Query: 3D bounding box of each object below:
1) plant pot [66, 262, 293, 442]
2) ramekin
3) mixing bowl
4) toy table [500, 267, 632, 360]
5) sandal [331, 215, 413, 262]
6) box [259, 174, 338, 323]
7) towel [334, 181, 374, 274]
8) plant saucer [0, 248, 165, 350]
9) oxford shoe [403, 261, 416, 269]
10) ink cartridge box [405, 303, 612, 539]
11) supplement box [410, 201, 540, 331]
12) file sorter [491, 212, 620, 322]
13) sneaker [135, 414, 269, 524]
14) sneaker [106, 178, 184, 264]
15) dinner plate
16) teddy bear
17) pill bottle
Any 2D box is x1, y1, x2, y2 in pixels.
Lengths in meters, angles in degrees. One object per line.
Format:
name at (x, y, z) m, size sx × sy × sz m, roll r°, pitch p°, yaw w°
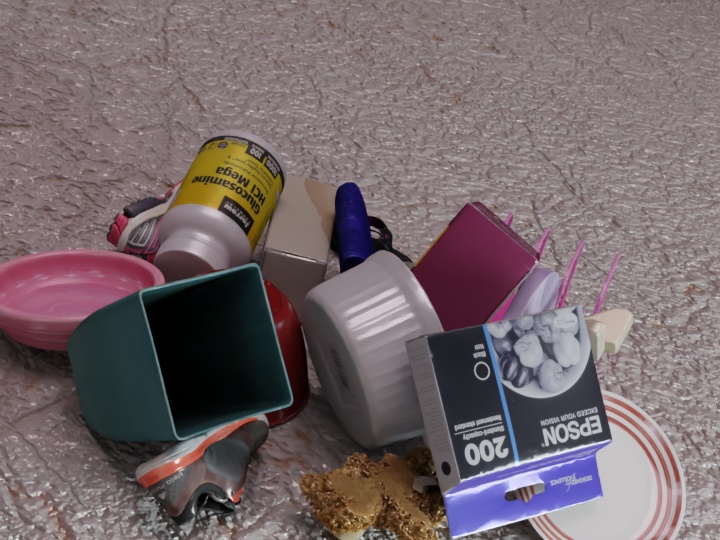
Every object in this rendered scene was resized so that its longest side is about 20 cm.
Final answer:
plant pot at (-0.194, 0.089, 1.529) m, size 0.141 × 0.142 × 0.200 m, roll -14°, pitch 0°, yaw -41°
ramekin at (0.017, 0.089, 1.631) m, size 0.097 × 0.201 × 0.201 m, roll -22°, pitch 42°, yaw -17°
mixing bowl at (-0.141, 0.069, 1.684) m, size 0.199 × 0.109 × 0.200 m, roll 11°, pitch 30°, yaw -6°
toy table at (0.217, 0.097, 1.747) m, size 0.117 × 0.184 × 0.201 m, roll 20°, pitch 69°, yaw 22°
sandal at (-0.008, -0.053, 2.019) m, size 0.075 × 0.048 × 0.200 m, roll -15°, pitch 40°, yaw -42°
box at (-0.079, -0.028, 1.899) m, size 0.077 × 0.095 × 0.200 m, roll 13°, pitch 30°, yaw -4°
towel at (0.000, 0.000, 1.829) m, size 0.049 × 0.148 × 0.200 m, roll -4°, pitch 29°, yaw -1°
plant saucer at (-0.311, 0.034, 1.689) m, size 0.200 × 0.051 × 0.201 m, roll 1°, pitch 22°, yaw 0°
oxford shoe at (0.053, 0.041, 1.861) m, size 0.057 × 0.075 × 0.200 m, roll 8°, pitch 25°, yaw -4°
ink cartridge box at (0.155, 0.147, 1.547) m, size 0.197 × 0.201 × 0.043 m, roll -10°, pitch -5°, yaw -31°
supplement box at (0.123, 0.003, 1.743) m, size 0.103 × 0.131 × 0.200 m, roll 41°, pitch 6°, yaw 3°
file sorter at (0.203, 0.016, 1.911) m, size 0.199 × 0.126 × 0.139 m, roll 21°, pitch 26°, yaw 10°
sneaker at (-0.143, 0.198, 1.520) m, size 0.082 × 0.077 × 0.200 m, roll 60°, pitch 29°, yaw 5°
sneaker at (-0.218, -0.056, 1.907) m, size 0.075 × 0.081 × 0.200 m, roll 42°, pitch 44°, yaw 16°
dinner plate at (0.244, 0.217, 1.624) m, size 0.199 × 0.024 × 0.201 m, roll 8°, pitch 60°, yaw -14°
teddy bear at (0.029, 0.229, 1.546) m, size 0.145 × 0.067 × 0.200 m, roll 38°, pitch 28°, yaw 19°
pill bottle at (-0.167, -0.062, 1.822) m, size 0.112 × 0.113 × 0.200 m, roll 18°, pitch 49°, yaw 5°
